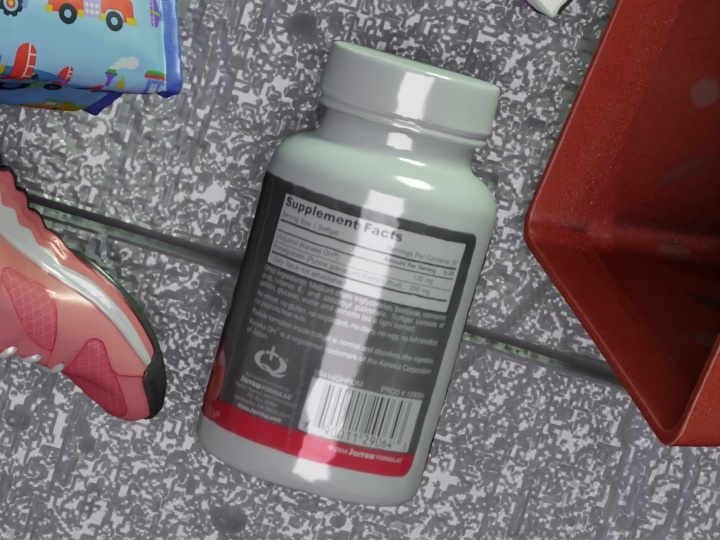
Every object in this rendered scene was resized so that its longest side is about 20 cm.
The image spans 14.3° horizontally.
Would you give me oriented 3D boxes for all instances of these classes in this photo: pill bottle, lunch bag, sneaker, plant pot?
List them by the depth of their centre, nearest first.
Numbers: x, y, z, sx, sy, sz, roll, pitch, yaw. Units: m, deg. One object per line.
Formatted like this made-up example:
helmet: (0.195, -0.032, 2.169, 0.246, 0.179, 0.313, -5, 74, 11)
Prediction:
lunch bag: (-0.163, -0.180, 1.292, 0.150, 0.094, 0.200, 5, 83, -33)
plant pot: (0.216, -0.040, 1.298, 0.176, 0.200, 0.200, 11, 115, -23)
sneaker: (-0.173, 0.012, 1.321, 0.087, 0.074, 0.200, -49, 116, -17)
pill bottle: (0.000, 0.000, 1.336, 0.111, 0.111, 0.200, 15, 96, -7)

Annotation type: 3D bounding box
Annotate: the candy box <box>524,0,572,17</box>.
candy box: (0.110, -0.235, 1.337, 0.200, 0.061, 0.136, -44, 99, 2)
